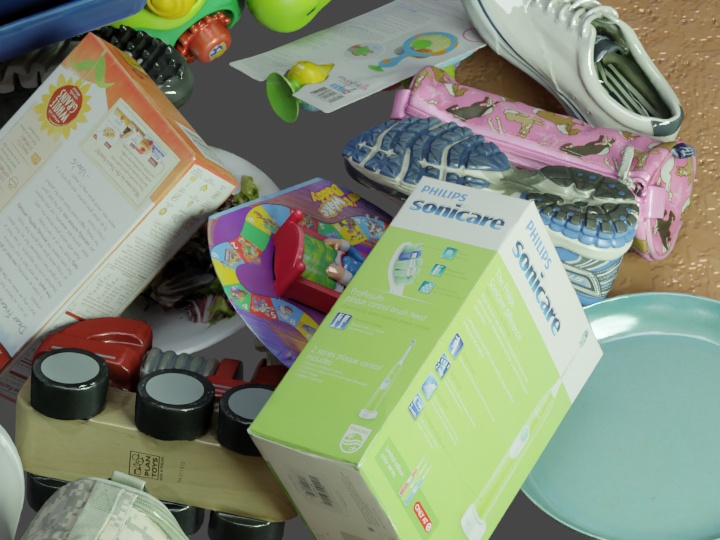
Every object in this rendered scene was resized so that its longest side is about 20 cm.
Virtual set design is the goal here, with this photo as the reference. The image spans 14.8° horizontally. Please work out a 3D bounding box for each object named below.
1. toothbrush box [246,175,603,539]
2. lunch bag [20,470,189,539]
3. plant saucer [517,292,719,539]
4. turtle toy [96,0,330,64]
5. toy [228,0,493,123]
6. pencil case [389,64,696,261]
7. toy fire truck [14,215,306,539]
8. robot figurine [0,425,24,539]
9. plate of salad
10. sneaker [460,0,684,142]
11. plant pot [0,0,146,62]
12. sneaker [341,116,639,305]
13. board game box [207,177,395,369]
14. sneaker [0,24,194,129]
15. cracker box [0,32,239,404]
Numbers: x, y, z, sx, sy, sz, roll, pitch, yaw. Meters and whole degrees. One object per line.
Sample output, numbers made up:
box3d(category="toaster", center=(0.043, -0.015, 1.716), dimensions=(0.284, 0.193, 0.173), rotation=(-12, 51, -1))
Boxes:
box3d(category="toothbrush box", center=(0.042, 0.070, 1.612), dimensions=(0.086, 0.146, 0.200), rotation=(16, 59, 36))
box3d(category="lunch bag", center=(-0.161, 0.228, 1.499), dimensions=(0.139, 0.168, 0.200), rotation=(15, 51, 19))
box3d(category="plant saucer", center=(0.181, 0.095, 1.682), dimensions=(0.200, 0.027, 0.200), rotation=(-3, 47, 4))
box3d(category="turtle toy", center=(-0.115, -0.196, 1.917), dimensions=(0.200, 0.101, 0.146), rotation=(-12, 36, 25))
box3d(category="toy", center=(0.024, -0.141, 1.893), dimensions=(0.200, 0.047, 0.115), rotation=(-21, 31, -31))
box3d(category="pencil case", center=(0.116, -0.070, 1.799), dimensions=(0.200, 0.087, 0.083), rotation=(19, 46, 23))
box3d(category="toy fire truck", center=(-0.102, 0.058, 1.701), dimensions=(0.176, 0.129, 0.200), rotation=(10, 29, 8))
box3d(category="robot figurine", center=(-0.254, 0.142, 1.595), dimensions=(0.113, 0.170, 0.200), rotation=(29, 20, -11))
box3d(category="plate of salad", center=(-0.142, -0.021, 1.809), dimensions=(0.200, 0.048, 0.200), rotation=(-3, 46, 3))
box3d(category="sneaker", center=(0.144, -0.155, 1.839), dimensions=(0.200, 0.071, 0.073), rotation=(47, 55, 10))
box3d(category="plant pot", center=(-0.231, -0.254, 1.823), dimensions=(0.200, 0.180, 0.200), rotation=(-18, 33, 18))
box3d(category="sneaker", center=(0.074, -0.030, 1.746), dimensions=(0.200, 0.085, 0.077), rotation=(22, 38, 22))
box3d(category="board game box", center=(0.000, 0.000, 1.701), dimensions=(0.158, 0.039, 0.200), rotation=(49, 34, 14))
box3d(category="sneaker", center=(-0.188, -0.114, 1.865), dimensions=(0.200, 0.091, 0.066), rotation=(5, 44, 31))
box3d(category="cracker box", center=(-0.189, -0.031, 1.747), dimensions=(0.200, 0.058, 0.134), rotation=(-46, 56, 9))
